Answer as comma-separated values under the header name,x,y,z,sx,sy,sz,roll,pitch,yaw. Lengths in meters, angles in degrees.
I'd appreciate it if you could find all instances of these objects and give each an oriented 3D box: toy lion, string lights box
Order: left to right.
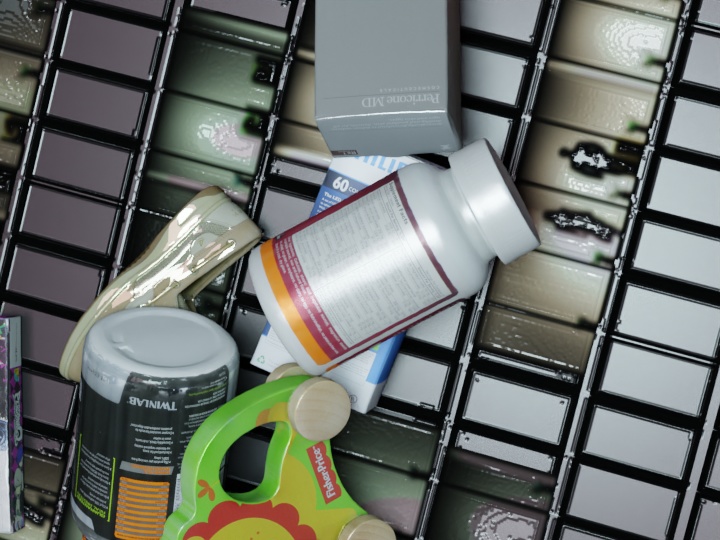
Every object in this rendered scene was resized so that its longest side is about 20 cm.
name,x,y,z,sx,sy,sz,roll,pitch,yaw
toy lion,-0.080,0.196,1.469,0.191,0.069,0.200,-26,113,-21
string lights box,0.000,0.000,1.524,0.103,0.059,0.200,24,97,9

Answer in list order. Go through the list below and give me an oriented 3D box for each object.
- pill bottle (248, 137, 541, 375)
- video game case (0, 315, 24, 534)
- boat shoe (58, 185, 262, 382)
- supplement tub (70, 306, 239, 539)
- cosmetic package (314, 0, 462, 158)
name,x,y,z,sx,sy,sz,roll,pitch,yaw
pill bottle,0.026,-0.012,1.433,0.200,0.110,0.110,-28,87,9
video game case,-0.382,0.128,1.616,0.199,0.036,0.182,-1,92,11
boat shoe,-0.162,0.024,1.553,0.065,0.072,0.200,43,94,8
supplement tub,-0.164,0.140,1.511,0.122,0.123,0.200,14,116,10
cosmetic package,0.022,-0.192,1.470,0.107,0.090,0.201,-5,69,9
